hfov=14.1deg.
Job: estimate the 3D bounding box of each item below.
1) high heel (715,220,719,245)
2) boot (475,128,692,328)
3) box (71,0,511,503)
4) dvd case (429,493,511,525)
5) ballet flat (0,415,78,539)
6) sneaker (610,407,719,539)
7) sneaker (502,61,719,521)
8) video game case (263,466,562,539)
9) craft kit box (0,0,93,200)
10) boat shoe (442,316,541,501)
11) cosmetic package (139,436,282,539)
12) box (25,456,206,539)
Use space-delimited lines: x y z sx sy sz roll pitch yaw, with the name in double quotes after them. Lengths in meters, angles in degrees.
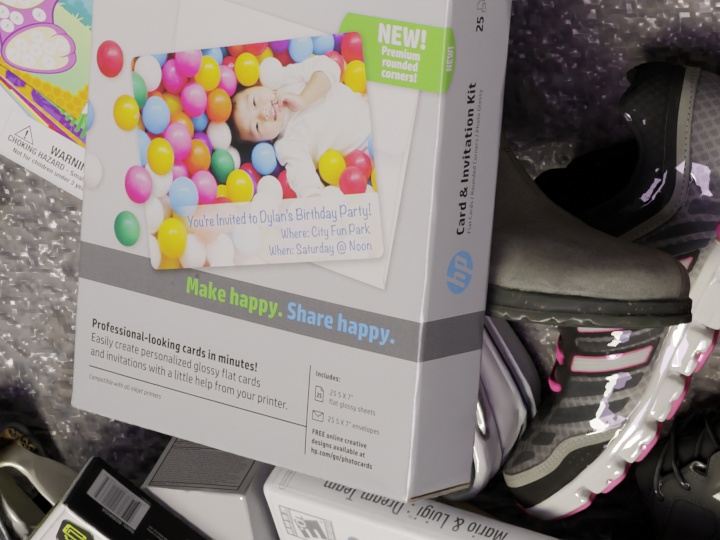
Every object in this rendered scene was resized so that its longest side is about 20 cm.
0.226 -0.019 1.003 0.199 0.067 0.096 15 100 -2 "high heel"
0.033 -0.057 1.022 0.199 0.068 0.131 16 96 27 "boot"
-0.026 -0.036 0.994 0.155 0.041 0.201 14 104 36 "box"
0.101 0.173 1.172 0.199 0.016 0.149 27 145 11 "dvd case"
-0.112 0.139 1.240 0.073 0.073 0.200 -30 105 32 "ballet flat"
0.156 0.078 1.105 0.090 0.076 0.200 31 125 3 "sneaker"
0.093 0.003 1.080 0.087 0.074 0.200 29 121 0 "sneaker"
0.061 0.166 1.162 0.181 0.024 0.201 15 142 28 "video game case"
-0.139 -0.149 1.084 0.199 0.049 0.198 29 123 1 "craft kit box"
0.000 0.000 1.113 0.073 0.067 0.200 -33 105 32 "boat shoe"
-0.042 0.151 1.214 0.050 0.083 0.201 3 121 20 "cosmetic package"
-0.058 0.173 1.161 0.200 0.035 0.110 37 127 -4 "box"
